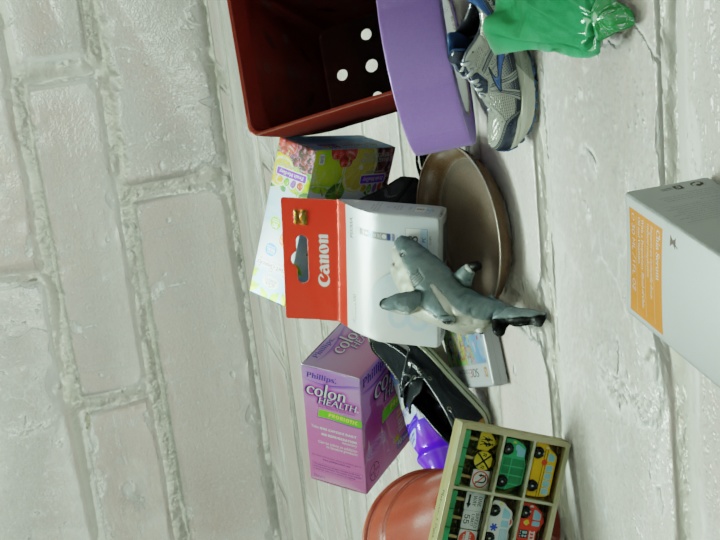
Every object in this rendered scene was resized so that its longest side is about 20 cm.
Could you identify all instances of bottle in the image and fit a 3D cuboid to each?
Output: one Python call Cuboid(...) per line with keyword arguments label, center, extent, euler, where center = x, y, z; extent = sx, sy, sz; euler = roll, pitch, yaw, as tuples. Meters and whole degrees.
Cuboid(label="bottle", center=(0.094, 0.204, 1.861), extent=(0.084, 0.065, 0.201), euler=(101, 155, -63))

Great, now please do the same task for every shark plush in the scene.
Cuboid(label="shark plush", center=(0.104, 0.024, 1.476), extent=(0.200, 0.091, 0.084), euler=(19, 93, 48))

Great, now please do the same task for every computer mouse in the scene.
Cuboid(label="computer mouse", center=(0.038, -0.065, 1.669), extent=(0.053, 0.200, 0.139), euler=(39, 146, 25))

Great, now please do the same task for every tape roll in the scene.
Cuboid(label="tape roll", center=(0.071, -0.225, 1.445), extent=(0.200, 0.065, 0.201), euler=(-11, -90, -80))

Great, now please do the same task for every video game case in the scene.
Cuboid(label="video game case", center=(0.125, 0.045, 1.689), extent=(0.182, 0.022, 0.201), euler=(153, 106, -77))

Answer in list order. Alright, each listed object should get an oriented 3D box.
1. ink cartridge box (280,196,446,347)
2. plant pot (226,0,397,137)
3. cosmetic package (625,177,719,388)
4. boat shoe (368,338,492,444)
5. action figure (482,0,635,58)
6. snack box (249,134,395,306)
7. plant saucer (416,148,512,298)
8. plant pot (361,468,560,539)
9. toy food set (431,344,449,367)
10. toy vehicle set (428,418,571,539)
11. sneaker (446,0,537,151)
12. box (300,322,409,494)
Cuboid(label="ink cartridge box", center=(0.000, 0.000, 1.593), extent=(0.047, 0.199, 0.161), euler=(-58, -30, -64))
Cuboid(label="plant pot", center=(-0.022, -0.264, 1.640), extent=(0.176, 0.199, 0.201), euler=(14, -116, -65))
Cuboid(label="cosmetic package", center=(0.258, 0.014, 0.955), extent=(0.200, 0.071, 0.102), euler=(-130, 31, -65))
Cuboid(label="boat shoe", center=(0.076, 0.144, 1.718), extent=(0.200, 0.062, 0.075), euler=(44, 150, 20))
Cuboid(label="action figure", center=(0.172, -0.228, 1.179), extent=(0.200, 0.055, 0.119), euler=(-139, 41, -61))
Cuboid(label="snack box", center=(-0.046, -0.065, 1.715), extent=(0.068, 0.168, 0.201), euler=(24, 110, 32))
Cuboid(label="plant saucer", center=(0.121, -0.045, 1.556), extent=(0.200, 0.032, 0.201), euler=(170, 90, -69))
Cuboid(label="plant pot", center=(0.124, 0.305, 1.569), extent=(0.195, 0.200, 0.201), euler=(131, 128, -64))
Cuboid(label="toy food set", center=(0.068, 0.029, 1.807), extent=(0.200, 0.060, 0.144), euler=(-108, -4, -66))
Cuboid(label="toy vehicle set", center=(0.138, 0.263, 1.432), extent=(0.027, 0.124, 0.201), euler=(-157, 78, -76))
Cuboid(label="sneaker", center=(0.122, -0.207, 1.345), extent=(0.077, 0.085, 0.201), euler=(-120, 22, -56))
Cuboid(label="box", center=(0.004, 0.182, 1.968), extent=(0.176, 0.096, 0.201), euler=(-44, -42, -49))
